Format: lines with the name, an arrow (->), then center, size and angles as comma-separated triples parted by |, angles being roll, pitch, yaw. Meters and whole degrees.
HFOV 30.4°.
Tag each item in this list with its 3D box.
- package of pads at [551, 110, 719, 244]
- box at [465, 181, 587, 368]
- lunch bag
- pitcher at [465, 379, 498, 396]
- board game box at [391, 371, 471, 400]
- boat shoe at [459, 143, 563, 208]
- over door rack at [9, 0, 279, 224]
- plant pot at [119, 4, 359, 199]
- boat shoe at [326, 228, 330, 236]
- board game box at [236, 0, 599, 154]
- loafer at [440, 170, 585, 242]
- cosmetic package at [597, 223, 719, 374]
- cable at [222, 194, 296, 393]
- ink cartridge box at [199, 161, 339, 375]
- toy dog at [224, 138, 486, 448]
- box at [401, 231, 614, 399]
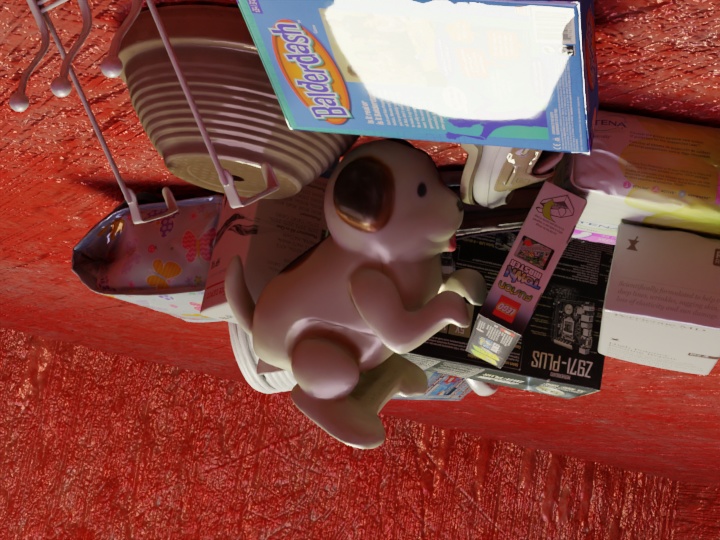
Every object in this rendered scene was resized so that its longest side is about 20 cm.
package of pads -> 0.246, -0.058, 0.999 | 0.199, 0.068, 0.155 | 9, 169, 2
box -> 0.124, 0.009, 1.022 | 0.035, 0.110, 0.200 | 27, 171, 7
lunch bag -> -0.195, -0.011, 1.454 | 0.199, 0.128, 0.169 | -6, 165, 27
pitcher -> 0.081, 0.039, 1.360 | 0.121, 0.172, 0.200 | -29, 156, 16
board game box -> 0.050, 0.068, 1.474 | 0.062, 0.200, 0.200 | -44, 139, 21
boat shoe -> 0.111, -0.088, 0.947 | 0.068, 0.075, 0.200 | 14, 168, 9
over door rack -> -0.160, -0.111, 0.862 | 0.148, 0.067, 0.200 | -4, 123, 52
plant pot -> -0.084, -0.110, 0.964 | 0.200, 0.093, 0.201 | 9, 168, 2
boat shoe -> 0.000, 0.000, 1.148 | 0.072, 0.201, 0.068 | 0, 176, -22
board game box -> 0.038, -0.134, 0.788 | 0.199, 0.045, 0.152 | 6, 154, 14
loafer -> 0.158, -0.044, 1.147 | 0.199, 0.063, 0.072 | 7, 168, 15
cosmetic package -> 0.245, 0.027, 1.059 | 0.101, 0.074, 0.200 | 10, 170, 12
cable -> -0.081, 0.024, 1.340 | 0.069, 0.201, 0.200 | -6, 159, 12
ink cartridge box -> -0.081, -0.017, 1.136 | 0.067, 0.201, 0.116 | 15, 167, -20
toy dog -> 0.006, -0.004, 1.007 | 0.194, 0.200, 0.139 | 34, -152, 19
box -> 0.127, 0.019, 1.229 | 0.199, 0.164, 0.086 | 11, 168, -8
